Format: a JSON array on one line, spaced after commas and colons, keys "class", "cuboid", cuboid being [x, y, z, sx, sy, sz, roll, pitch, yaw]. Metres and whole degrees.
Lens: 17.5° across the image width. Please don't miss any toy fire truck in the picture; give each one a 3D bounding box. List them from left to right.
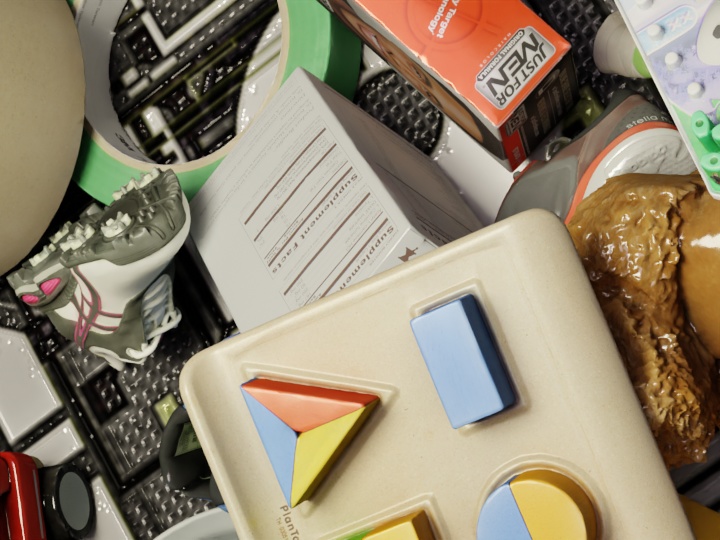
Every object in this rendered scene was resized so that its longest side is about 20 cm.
[{"class": "toy fire truck", "cuboid": [-0.243, 0.196, 1.306, 0.128, 0.200, 0.178, -13, 79, 21]}]

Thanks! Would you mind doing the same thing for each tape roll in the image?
[{"class": "tape roll", "cuboid": [-0.098, -0.127, 1.361, 0.199, 0.048, 0.202, -3, 84, 23]}]

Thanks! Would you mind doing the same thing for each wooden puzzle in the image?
[{"class": "wooden puzzle", "cuboid": [0.033, 0.092, 1.080, 0.199, 0.046, 0.186, -23, 88, 12]}]

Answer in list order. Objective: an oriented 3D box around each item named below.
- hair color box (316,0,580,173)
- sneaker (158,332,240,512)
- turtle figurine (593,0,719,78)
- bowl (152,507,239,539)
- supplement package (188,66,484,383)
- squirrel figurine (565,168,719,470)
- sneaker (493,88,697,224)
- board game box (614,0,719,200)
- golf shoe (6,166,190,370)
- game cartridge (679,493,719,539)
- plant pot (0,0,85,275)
[{"class": "hair color box", "cuboid": [0.024, -0.148, 1.245, 0.200, 0.102, 0.061, 42, 87, 14]}, {"class": "sneaker", "cuboid": [-0.066, 0.078, 1.255, 0.088, 0.200, 0.079, 2, 104, -13]}, {"class": "turtle figurine", "cuboid": [0.221, -0.140, 1.191, 0.193, 0.144, 0.201, 22, 77, 41]}, {"class": "bowl", "cuboid": [-0.056, 0.230, 1.262, 0.199, 0.090, 0.203, 2, 77, -9]}, {"class": "supplement package", "cuboid": [0.000, 0.000, 1.217, 0.110, 0.113, 0.200, -50, 30, 11]}, {"class": "squirrel figurine", "cuboid": [0.185, 0.046, 1.160, 0.198, 0.142, 0.188, -4, 103, -12]}, {"class": "sneaker", "cuboid": [0.103, -0.015, 1.262, 0.200, 0.077, 0.082, -46, 38, 19]}, {"class": "board game box", "cuboid": [0.213, -0.161, 1.098, 0.199, 0.026, 0.201, -31, 56, 14]}, {"class": "golf shoe", "cuboid": [-0.126, 0.001, 1.302, 0.077, 0.200, 0.088, -43, 98, -22]}, {"class": "game cartridge", "cuboid": [0.119, 0.180, 1.163, 0.199, 0.033, 0.177, 26, 55, 8]}, {"class": "plant pot", "cuboid": [-0.274, -0.097, 1.356, 0.199, 0.134, 0.202, -7, 79, 41]}]
